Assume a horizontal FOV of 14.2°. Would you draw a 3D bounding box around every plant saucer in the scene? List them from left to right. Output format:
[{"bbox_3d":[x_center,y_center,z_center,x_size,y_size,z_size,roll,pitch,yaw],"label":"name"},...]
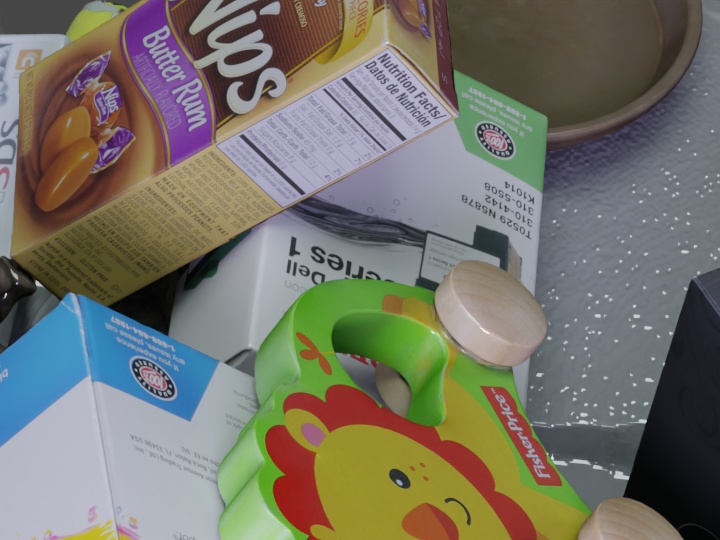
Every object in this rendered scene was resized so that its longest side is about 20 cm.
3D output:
[{"bbox_3d":[0.069,-0.127,1.433,0.199,0.030,0.201,2,48,-2],"label":"plant saucer"}]

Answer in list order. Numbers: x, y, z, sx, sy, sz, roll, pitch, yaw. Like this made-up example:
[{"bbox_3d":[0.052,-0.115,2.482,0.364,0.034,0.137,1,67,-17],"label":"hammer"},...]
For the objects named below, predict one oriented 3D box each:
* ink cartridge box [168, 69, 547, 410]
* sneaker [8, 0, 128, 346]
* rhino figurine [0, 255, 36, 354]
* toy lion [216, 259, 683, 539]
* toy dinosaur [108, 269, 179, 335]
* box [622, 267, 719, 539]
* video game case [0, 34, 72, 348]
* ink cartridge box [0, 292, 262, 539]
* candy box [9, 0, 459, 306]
[{"bbox_3d":[0.000,0.000,1.279,0.146,0.084,0.201,24,50,-23],"label":"ink cartridge box"},{"bbox_3d":[-0.148,-0.051,1.349,0.076,0.076,0.201,8,52,3],"label":"sneaker"},{"bbox_3d":[-0.175,0.031,1.211,0.087,0.060,0.200,-46,59,2],"label":"rhino figurine"},{"bbox_3d":[0.020,0.083,1.091,0.191,0.069,0.200,6,44,-43],"label":"toy lion"},{"bbox_3d":[-0.088,0.034,1.289,0.088,0.047,0.201,29,66,-28],"label":"toy dinosaur"},{"bbox_3d":[0.203,0.094,1.177,0.124,0.200,0.149,-20,57,-21],"label":"box"},{"bbox_3d":[-0.240,-0.028,1.314,0.199,0.023,0.182,1,60,18],"label":"video game case"},{"bbox_3d":[-0.086,0.146,1.073,0.147,0.145,0.200,29,34,-38],"label":"ink cartridge box"},{"bbox_3d":[-0.056,-0.076,1.225,0.200,0.056,0.117,-27,42,23],"label":"candy box"}]
